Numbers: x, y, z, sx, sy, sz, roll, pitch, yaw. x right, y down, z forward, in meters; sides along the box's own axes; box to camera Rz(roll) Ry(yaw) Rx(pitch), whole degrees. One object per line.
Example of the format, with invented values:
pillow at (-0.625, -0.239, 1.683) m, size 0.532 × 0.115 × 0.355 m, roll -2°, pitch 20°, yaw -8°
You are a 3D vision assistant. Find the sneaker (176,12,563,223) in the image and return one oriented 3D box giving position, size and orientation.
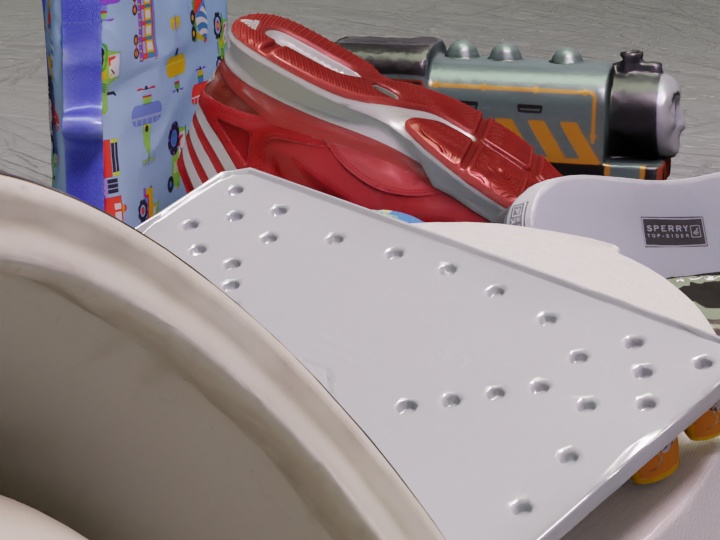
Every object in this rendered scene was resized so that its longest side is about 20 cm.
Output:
sneaker at (0.006, -0.028, 1.147) m, size 0.199 × 0.116 × 0.078 m, roll 32°, pitch 25°, yaw 1°

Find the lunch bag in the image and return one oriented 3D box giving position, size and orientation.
lunch bag at (-0.120, -0.081, 1.207) m, size 0.093 × 0.152 × 0.200 m, roll 1°, pitch 11°, yaw 2°

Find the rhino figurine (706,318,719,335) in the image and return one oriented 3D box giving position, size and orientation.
rhino figurine at (0.169, 0.058, 0.804) m, size 0.087 × 0.060 × 0.200 m, roll 7°, pitch 11°, yaw -28°

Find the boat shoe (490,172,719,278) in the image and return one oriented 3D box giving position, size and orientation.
boat shoe at (0.138, -0.004, 1.096) m, size 0.199 × 0.070 × 0.066 m, roll 0°, pitch -13°, yaw -32°

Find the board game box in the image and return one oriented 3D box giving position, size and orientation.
board game box at (-0.034, 0.052, 0.641) m, size 0.199 × 0.026 × 0.200 m, roll 21°, pitch 45°, yaw 41°

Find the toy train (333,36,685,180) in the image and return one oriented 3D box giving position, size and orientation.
toy train at (0.064, -0.056, 1.200) m, size 0.199 × 0.115 × 0.085 m, roll 4°, pitch 13°, yaw 13°

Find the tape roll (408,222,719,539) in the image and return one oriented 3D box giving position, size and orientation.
tape roll at (0.008, 0.053, 0.687) m, size 0.201 × 0.037 × 0.203 m, roll -8°, pitch 32°, yaw 5°

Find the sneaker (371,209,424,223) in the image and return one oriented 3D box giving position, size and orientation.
sneaker at (0.000, 0.000, 1.023) m, size 0.104 × 0.076 × 0.200 m, roll -1°, pitch 11°, yaw -15°

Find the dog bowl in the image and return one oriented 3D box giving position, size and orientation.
dog bowl at (-0.044, 0.085, 0.380) m, size 0.074 × 0.201 × 0.200 m, roll -35°, pitch -2°, yaw 21°

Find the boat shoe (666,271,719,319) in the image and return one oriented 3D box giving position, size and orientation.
boat shoe at (0.189, 0.023, 0.918) m, size 0.200 × 0.063 × 0.074 m, roll 5°, pitch 53°, yaw 13°
